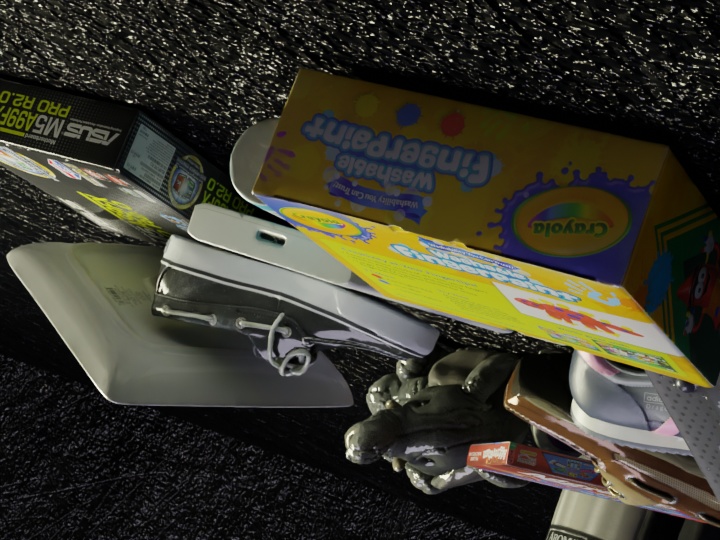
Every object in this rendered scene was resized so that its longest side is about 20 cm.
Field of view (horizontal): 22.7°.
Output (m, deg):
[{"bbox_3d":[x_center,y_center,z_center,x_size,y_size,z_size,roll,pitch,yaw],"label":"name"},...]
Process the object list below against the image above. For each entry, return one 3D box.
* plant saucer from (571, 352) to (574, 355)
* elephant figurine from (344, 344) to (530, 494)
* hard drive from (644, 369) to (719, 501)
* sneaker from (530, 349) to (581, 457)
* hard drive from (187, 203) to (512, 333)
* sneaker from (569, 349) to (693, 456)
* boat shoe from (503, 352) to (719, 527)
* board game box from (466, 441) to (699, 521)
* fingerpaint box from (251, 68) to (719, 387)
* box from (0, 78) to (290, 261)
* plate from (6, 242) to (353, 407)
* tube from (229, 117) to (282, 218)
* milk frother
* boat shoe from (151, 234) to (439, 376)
[{"bbox_3d":[0.240,0.083,1.213,0.200,0.027,0.200,20,169,4],"label":"plant saucer"},{"bbox_3d":[0.077,0.126,1.437,0.142,0.155,0.200,45,176,-4],"label":"elephant figurine"},{"bbox_3d":[0.251,0.076,0.955,0.200,0.042,0.135,-3,126,52],"label":"hard drive"},{"bbox_3d":[0.198,0.107,1.354,0.083,0.081,0.200,-11,157,40],"label":"sneaker"},{"bbox_3d":[0.000,0.000,1.162,0.132,0.026,0.200,17,-179,35],"label":"hard drive"},{"bbox_3d":[0.222,0.066,1.069,0.199,0.070,0.082,3,124,14],"label":"sneaker"},{"bbox_3d":[0.185,0.120,1.164,0.200,0.074,0.076,22,-149,0],"label":"boat shoe"},{"bbox_3d":[0.187,0.158,1.327,0.200,0.019,0.103,14,169,-10],"label":"board game box"},{"bbox_3d":[0.075,-0.021,0.893,0.200,0.074,0.167,15,169,30],"label":"fingerpaint box"},{"bbox_3d":[-0.163,-0.064,1.233,0.160,0.044,0.200,15,168,32],"label":"box"},{"bbox_3d":[-0.126,0.031,1.272,0.200,0.032,0.200,4,-152,-36],"label":"plate"},{"bbox_3d":[-0.013,-0.038,1.077,0.077,0.050,0.200,23,176,25],"label":"tube"},{"bbox_3d":[0.261,0.241,1.518,0.180,0.188,0.200,13,167,42],"label":"milk frother"},{"bbox_3d":[-0.047,0.035,1.180,0.199,0.068,0.074,17,180,14],"label":"boat shoe"}]
